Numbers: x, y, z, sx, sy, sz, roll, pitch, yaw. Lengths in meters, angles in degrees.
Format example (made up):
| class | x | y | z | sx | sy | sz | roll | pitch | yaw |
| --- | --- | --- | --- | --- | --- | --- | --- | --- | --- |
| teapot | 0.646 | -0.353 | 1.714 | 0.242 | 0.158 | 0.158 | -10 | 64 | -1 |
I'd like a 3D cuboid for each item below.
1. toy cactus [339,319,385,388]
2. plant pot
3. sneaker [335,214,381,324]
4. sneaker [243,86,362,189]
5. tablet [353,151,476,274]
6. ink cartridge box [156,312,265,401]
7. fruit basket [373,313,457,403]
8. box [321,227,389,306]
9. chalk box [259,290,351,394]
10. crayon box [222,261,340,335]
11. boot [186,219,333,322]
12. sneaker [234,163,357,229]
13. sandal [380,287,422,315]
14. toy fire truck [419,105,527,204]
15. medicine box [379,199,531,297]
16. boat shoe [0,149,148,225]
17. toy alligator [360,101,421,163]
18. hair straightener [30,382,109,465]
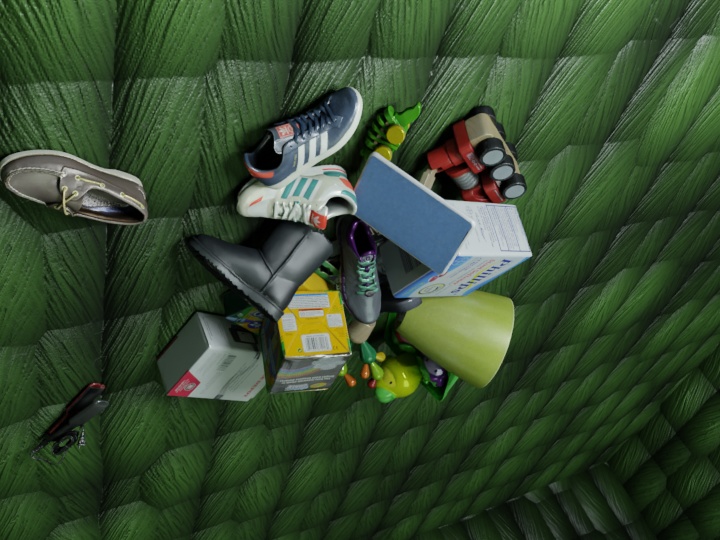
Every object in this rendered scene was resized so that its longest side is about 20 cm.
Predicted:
| class | x | y | z | sx | sy | sz | roll | pitch | yaw |
| --- | --- | --- | --- | --- | --- | --- | --- | --- | --- |
| toy cactus | -0.015 | 0.137 | 1.507 | 0.102 | 0.200 | 0.165 | -40 | 175 | -45 |
| plant pot | 0.174 | 0.109 | 1.501 | 0.197 | 0.189 | 0.189 | 21 | 130 | -8 |
| sneaker | 0.000 | 0.000 | 1.314 | 0.073 | 0.087 | 0.204 | -15 | 100 | -14 |
| sneaker | -0.086 | -0.197 | 1.093 | 0.199 | 0.076 | 0.084 | -40 | 150 | 15 |
| tablet | 0.077 | -0.089 | 1.210 | 0.014 | 0.198 | 0.131 | -48 | 171 | -45 |
| ink cartridge box | -0.257 | 0.167 | 1.428 | 0.145 | 0.084 | 0.198 | -46 | 145 | 23 |
| fruit basket | 0.110 | 0.194 | 1.644 | 0.212 | 0.217 | 0.157 | -16 | 145 | -20 |
| box | 0.022 | -0.021 | 1.438 | 0.197 | 0.044 | 0.162 | -22 | 145 | -14 |
| chalk box | -0.106 | 0.136 | 1.339 | 0.122 | 0.126 | 0.201 | -1 | 151 | -20 |
| crayon box | -0.130 | 0.049 | 1.356 | 0.197 | 0.052 | 0.126 | -24 | 149 | 19 |
| boot | -0.159 | -0.039 | 1.234 | 0.169 | 0.199 | 0.076 | -54 | -171 | -17 |
| sneaker | -0.094 | -0.107 | 1.188 | 0.196 | 0.094 | 0.071 | -13 | 143 | -26 |
| sandal | 0.047 | 0.069 | 1.463 | 0.075 | 0.199 | 0.044 | -25 | 104 | -24 |
| toy fire truck | 0.174 | -0.160 | 1.328 | 0.197 | 0.131 | 0.176 | -22 | 147 | 21 |
| medicine box | 0.169 | -0.034 | 1.355 | 0.197 | 0.105 | 0.182 | 0 | 156 | -39 |
| boat shoe | -0.373 | -0.104 | 1.004 | 0.198 | 0.060 | 0.072 | 12 | 129 | -46 |
| toy alligator | 0.027 | -0.196 | 1.210 | 0.054 | 0.060 | 0.201 | 31 | 126 | -6 |
| hair straightener | -0.531 | 0.293 | 1.384 | 0.199 | 0.078 | 0.041 | -39 | 148 | 13 |
